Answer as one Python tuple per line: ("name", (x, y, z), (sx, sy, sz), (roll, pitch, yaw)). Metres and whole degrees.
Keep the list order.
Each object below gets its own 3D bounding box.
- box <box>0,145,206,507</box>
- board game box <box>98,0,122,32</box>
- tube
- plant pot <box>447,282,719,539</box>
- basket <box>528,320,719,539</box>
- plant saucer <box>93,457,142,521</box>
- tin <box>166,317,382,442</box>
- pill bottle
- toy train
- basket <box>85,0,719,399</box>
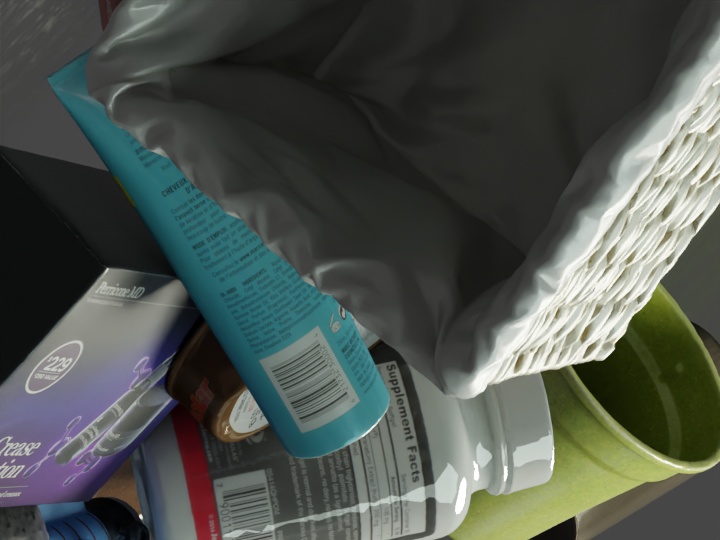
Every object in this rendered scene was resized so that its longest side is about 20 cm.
("box", (-0.137, 0.029, 1.093), (0.141, 0.079, 0.200), (-50, 164, 10))
("board game box", (-0.021, -0.169, 0.974), (0.200, 0.019, 0.103), (-40, 163, -16))
("tube", (-0.052, -0.015, 1.043), (0.077, 0.200, 0.050), (-40, -153, -28))
("plant pot", (0.129, 0.102, 1.802), (0.184, 0.201, 0.200), (-40, 169, 30))
("basket", (0.224, 0.157, 2.269), (0.200, 0.136, 0.181), (-31, 157, -28))
("plant saucer", (-0.105, 0.083, 1.399), (0.200, 0.034, 0.200), (-40, 163, -14))
("tin", (-0.005, 0.007, 1.170), (0.200, 0.042, 0.112), (-37, 168, -29))
("pill bottle", (-0.011, 0.087, 1.247), (0.199, 0.111, 0.111), (-11, 157, -10))
("toy train", (-0.178, 0.141, 1.188), (0.114, 0.087, 0.200), (-8, 180, 25))
("basket", (0.045, -0.088, 0.937), (0.198, 0.200, 0.161), (-55, 161, 13))
